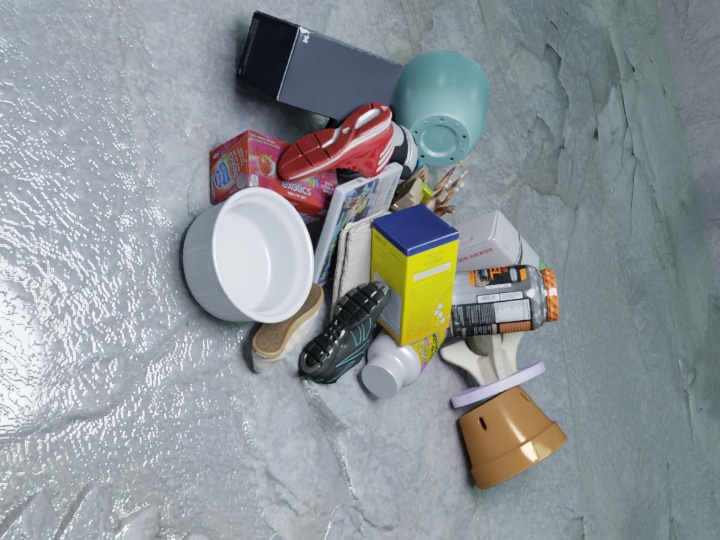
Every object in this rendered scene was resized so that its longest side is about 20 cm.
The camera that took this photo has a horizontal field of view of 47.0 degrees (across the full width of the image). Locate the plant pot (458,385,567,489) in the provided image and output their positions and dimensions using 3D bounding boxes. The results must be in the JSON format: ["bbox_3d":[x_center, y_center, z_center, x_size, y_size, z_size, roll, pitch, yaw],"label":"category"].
[{"bbox_3d":[0.285,0.317,1.623,0.199,0.200,0.141,-16,73,-50],"label":"plant pot"}]

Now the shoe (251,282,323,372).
[{"bbox_3d":[-0.120,0.087,1.331,0.200,0.069,0.054,-53,159,-48],"label":"shoe"}]

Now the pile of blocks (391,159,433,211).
[{"bbox_3d":[0.114,-0.158,1.577,0.062,0.082,0.201,41,25,-13],"label":"pile of blocks"}]

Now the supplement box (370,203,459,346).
[{"bbox_3d":[0.089,0.007,1.415,0.108,0.109,0.202,-19,130,-27],"label":"supplement box"}]

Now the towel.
[{"bbox_3d":[0.000,0.000,1.438,0.132,0.034,0.203,-24,131,-49],"label":"towel"}]

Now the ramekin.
[{"bbox_3d":[-0.173,-0.017,1.254,0.199,0.097,0.204,13,73,-47],"label":"ramekin"}]

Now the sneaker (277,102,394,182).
[{"bbox_3d":[-0.027,-0.169,1.309,0.079,0.198,0.116,60,-5,41],"label":"sneaker"}]

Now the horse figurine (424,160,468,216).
[{"bbox_3d":[0.161,-0.144,1.645,0.050,0.133,0.200,36,30,-5],"label":"horse figurine"}]

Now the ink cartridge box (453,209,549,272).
[{"bbox_3d":[0.262,-0.012,1.635,0.200,0.145,0.085,44,45,-31],"label":"ink cartridge box"}]

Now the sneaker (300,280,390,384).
[{"bbox_3d":[-0.017,0.104,1.384,0.200,0.075,0.079,-48,133,-4],"label":"sneaker"}]

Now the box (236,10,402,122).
[{"bbox_3d":[-0.072,-0.326,1.360,0.198,0.198,0.125,11,105,-32],"label":"box"}]

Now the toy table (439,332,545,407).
[{"bbox_3d":[0.259,0.181,1.648,0.198,0.184,0.119,-19,84,-20],"label":"toy table"}]

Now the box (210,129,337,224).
[{"bbox_3d":[-0.137,-0.145,1.345,0.199,0.099,0.097,13,67,-46],"label":"box"}]

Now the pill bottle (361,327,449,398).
[{"bbox_3d":[0.079,0.140,1.496,0.105,0.103,0.200,59,43,-16],"label":"pill bottle"}]

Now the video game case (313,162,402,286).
[{"bbox_3d":[-0.011,-0.077,1.424,0.023,0.202,0.182,34,36,21],"label":"video game case"}]

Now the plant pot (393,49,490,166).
[{"bbox_3d":[0.157,-0.304,1.639,0.200,0.199,0.162,43,37,-31],"label":"plant pot"}]

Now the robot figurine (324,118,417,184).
[{"bbox_3d":[0.018,-0.226,1.529,0.198,0.124,0.153,10,69,-44],"label":"robot figurine"}]

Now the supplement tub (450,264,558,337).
[{"bbox_3d":[0.261,0.055,1.537,0.122,0.197,0.125,-6,90,-83],"label":"supplement tub"}]

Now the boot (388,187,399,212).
[{"bbox_3d":[0.063,-0.062,1.582,0.145,0.070,0.202,54,38,-15],"label":"boot"}]

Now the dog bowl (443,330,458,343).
[{"bbox_3d":[0.183,0.044,1.684,0.199,0.058,0.203,20,63,-43],"label":"dog bowl"}]
